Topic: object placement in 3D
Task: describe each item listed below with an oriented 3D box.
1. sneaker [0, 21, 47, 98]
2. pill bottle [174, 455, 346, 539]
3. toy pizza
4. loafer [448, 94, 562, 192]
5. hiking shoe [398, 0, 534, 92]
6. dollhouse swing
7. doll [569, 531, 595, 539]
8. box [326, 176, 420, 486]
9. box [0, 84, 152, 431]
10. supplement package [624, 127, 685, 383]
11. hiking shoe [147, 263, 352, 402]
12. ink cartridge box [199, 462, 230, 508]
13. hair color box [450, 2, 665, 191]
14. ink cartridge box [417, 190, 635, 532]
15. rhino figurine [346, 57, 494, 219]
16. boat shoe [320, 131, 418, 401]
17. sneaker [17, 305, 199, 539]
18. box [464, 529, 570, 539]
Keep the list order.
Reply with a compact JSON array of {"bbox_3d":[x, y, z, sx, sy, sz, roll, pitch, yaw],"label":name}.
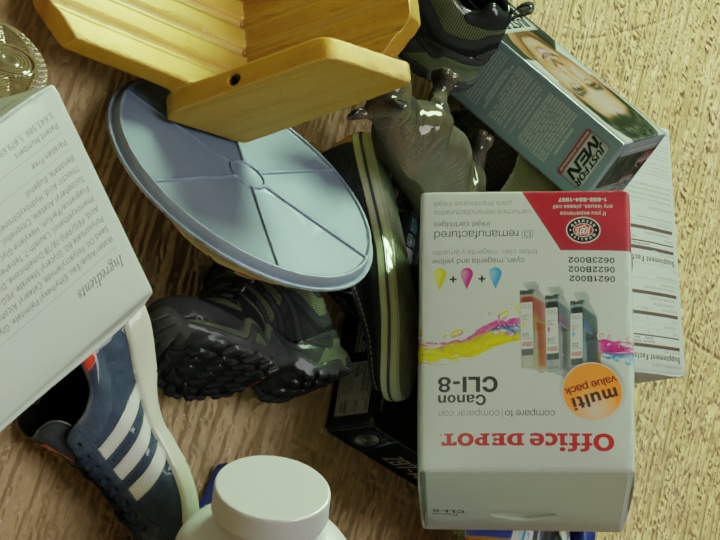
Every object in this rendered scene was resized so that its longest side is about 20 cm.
[{"bbox_3d":[-0.221,-0.053,1.368,0.071,0.113,0.200,4,41,-20],"label":"sneaker"},{"bbox_3d":[-0.063,0.214,1.411,0.111,0.110,0.201,-33,139,-51],"label":"pill bottle"},{"bbox_3d":[-0.080,-0.051,1.514,0.200,0.032,0.201,29,28,-17],"label":"toy pizza"},{"bbox_3d":[0.119,-0.053,1.752,0.200,0.076,0.067,44,16,12],"label":"loafer"},{"bbox_3d":[0.027,-0.223,1.664,0.200,0.101,0.076,39,23,-8],"label":"hiking shoe"},{"bbox_3d":[-0.087,-0.215,1.485,0.176,0.181,0.201,35,44,-53],"label":"dollhouse swing"},{"bbox_3d":[0.167,0.144,1.725,0.136,0.048,0.201,41,50,-80],"label":"doll"},{"bbox_3d":[0.052,0.053,1.721,0.160,0.043,0.201,35,55,-43],"label":"box"},{"bbox_3d":[-0.253,0.018,1.195,0.200,0.198,0.131,-45,117,-48],"label":"box"},{"bbox_3d":[0.176,-0.012,1.843,0.109,0.113,0.201,8,77,-51],"label":"supplement package"},{"bbox_3d":[-0.086,0.028,1.519,0.200,0.076,0.101,16,52,-60],"label":"hiking shoe"},{"bbox_3d":[-0.042,0.225,1.554,0.200,0.044,0.094,52,46,-33],"label":"ink cartridge box"},{"bbox_3d":[0.122,-0.138,1.740,0.200,0.061,0.099,42,23,14],"label":"hair color box"},{"bbox_3d":[0.112,0.065,1.588,0.145,0.144,0.201,82,8,-69],"label":"ink cartridge box"},{"bbox_3d":[0.038,-0.099,1.626,0.200,0.060,0.088,50,41,-54],"label":"rhino figurine"},{"bbox_3d":[0.000,0.000,1.624,0.075,0.062,0.201,56,21,-66],"label":"boat shoe"},{"bbox_3d":[-0.159,0.106,1.418,0.084,0.075,0.201,-24,108,-31],"label":"sneaker"},{"bbox_3d":[0.119,0.191,1.720,0.200,0.041,0.119,74,26,-48],"label":"box"}]
